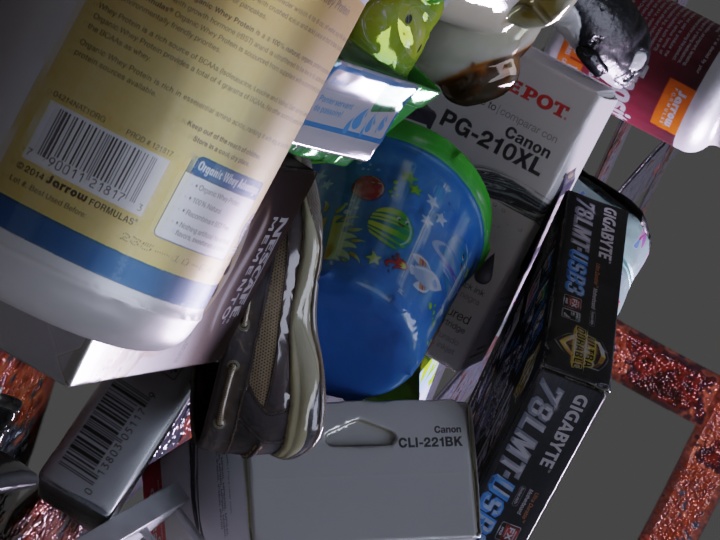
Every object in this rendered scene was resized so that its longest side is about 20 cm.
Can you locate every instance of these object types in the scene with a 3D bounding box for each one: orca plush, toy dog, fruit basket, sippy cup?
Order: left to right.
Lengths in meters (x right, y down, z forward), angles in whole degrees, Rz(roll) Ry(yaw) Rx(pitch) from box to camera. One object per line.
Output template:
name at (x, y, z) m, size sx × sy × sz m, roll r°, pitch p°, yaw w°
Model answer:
sippy cup at (0.000, 0.000, 1.205) m, size 0.140 × 0.178 × 0.130 m, roll -37°, pitch -158°, yaw 35°
fruit basket at (0.006, -0.142, 0.968) m, size 0.200 × 0.094 × 0.185 m, roll -47°, pitch 155°, yaw 18°
toy dog at (0.060, -0.171, 1.148) m, size 0.194 × 0.140 × 0.200 m, roll -45°, pitch 164°, yaw -12°
orca plush at (0.138, -0.197, 1.328) m, size 0.071 × 0.200 × 0.105 m, roll -38°, pitch -154°, yaw 13°

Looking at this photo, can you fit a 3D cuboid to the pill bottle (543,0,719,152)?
pill bottle at (0.268, -0.174, 1.818) m, size 0.113 × 0.200 × 0.113 m, roll -56°, pitch 167°, yaw -21°

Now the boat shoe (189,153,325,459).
boat shoe at (-0.063, 0.001, 1.075) m, size 0.074 × 0.073 × 0.200 m, roll 180°, pitch -95°, yaw -67°

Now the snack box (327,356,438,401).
snack box at (-0.017, 0.148, 1.700) m, size 0.200 × 0.068 × 0.169 m, roll -50°, pitch 164°, yaw -45°

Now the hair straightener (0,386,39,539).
hair straightener at (-0.190, 0.081, 0.943) m, size 0.077 × 0.041 × 0.200 m, roll -60°, pitch 163°, yaw -5°

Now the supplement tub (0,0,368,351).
supplement tub at (-0.081, -0.088, 0.731) m, size 0.200 × 0.145 × 0.145 m, roll -61°, pitch 168°, yaw 4°

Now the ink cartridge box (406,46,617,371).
ink cartridge box at (0.055, -0.059, 1.342) m, size 0.200 × 0.145 × 0.084 m, roll -63°, pitch 169°, yaw 9°

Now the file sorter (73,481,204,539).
file sorter at (-0.148, 0.219, 1.094) m, size 0.139 × 0.125 × 0.200 m, roll -38°, pitch 175°, yaw 19°

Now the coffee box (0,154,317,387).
coffee box at (-0.102, -0.019, 0.951) m, size 0.113 × 0.080 × 0.200 m, roll -63°, pitch 168°, yaw 8°

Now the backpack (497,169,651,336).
backpack at (0.101, -0.027, 1.475) m, size 0.127 × 0.200 × 0.167 m, roll -58°, pitch 168°, yaw -13°

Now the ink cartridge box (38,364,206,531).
ink cartridge box at (-0.124, 0.074, 1.195) m, size 0.163 × 0.057 × 0.200 m, roll -58°, pitch -175°, yaw -16°

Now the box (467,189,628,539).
box at (0.103, 0.082, 1.284) m, size 0.199 × 0.050 × 0.200 m, roll -75°, pitch -174°, yaw -57°

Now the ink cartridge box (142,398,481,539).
ink cartridge box at (-0.034, 0.137, 1.249) m, size 0.200 × 0.144 × 0.084 m, roll 143°, pitch -56°, yaw -63°
